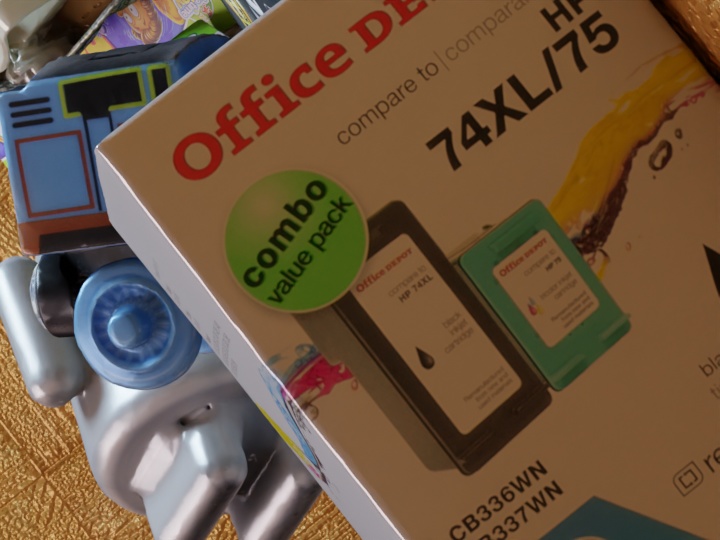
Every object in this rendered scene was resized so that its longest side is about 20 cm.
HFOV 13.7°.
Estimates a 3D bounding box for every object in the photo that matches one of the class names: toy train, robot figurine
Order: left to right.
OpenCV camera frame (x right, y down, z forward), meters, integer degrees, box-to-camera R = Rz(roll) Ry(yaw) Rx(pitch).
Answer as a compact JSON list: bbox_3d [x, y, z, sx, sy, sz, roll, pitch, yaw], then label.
[{"bbox_3d":[-0.076,0.027,1.291,0.170,0.113,0.200,7,-133,-33],"label":"robot figurine"},{"bbox_3d":[-0.023,-0.026,0.999,0.087,0.200,0.114,-34,-65,-69],"label":"toy train"}]

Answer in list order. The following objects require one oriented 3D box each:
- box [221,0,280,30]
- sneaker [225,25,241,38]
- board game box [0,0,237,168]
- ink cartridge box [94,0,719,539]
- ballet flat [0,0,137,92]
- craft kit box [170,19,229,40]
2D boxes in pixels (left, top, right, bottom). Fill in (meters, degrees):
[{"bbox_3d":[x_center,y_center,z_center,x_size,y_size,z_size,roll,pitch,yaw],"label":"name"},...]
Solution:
[{"bbox_3d":[0.009,-0.066,1.125,0.200,0.046,0.159,55,174,-30],"label":"box"},{"bbox_3d":[-0.044,-0.088,1.348,0.200,0.075,0.081,49,161,0],"label":"sneaker"},{"bbox_3d":[-0.132,-0.138,1.302,0.134,0.045,0.200,53,141,-8],"label":"board game box"},{"bbox_3d":[0.041,0.008,0.853,0.200,0.147,0.146,51,174,3],"label":"ink cartridge box"},{"bbox_3d":[-0.118,-0.125,1.210,0.072,0.072,0.200,52,141,3],"label":"ballet flat"},{"bbox_3d":[0.000,0.000,1.169,0.200,0.049,0.198,52,174,-18],"label":"craft kit box"}]
